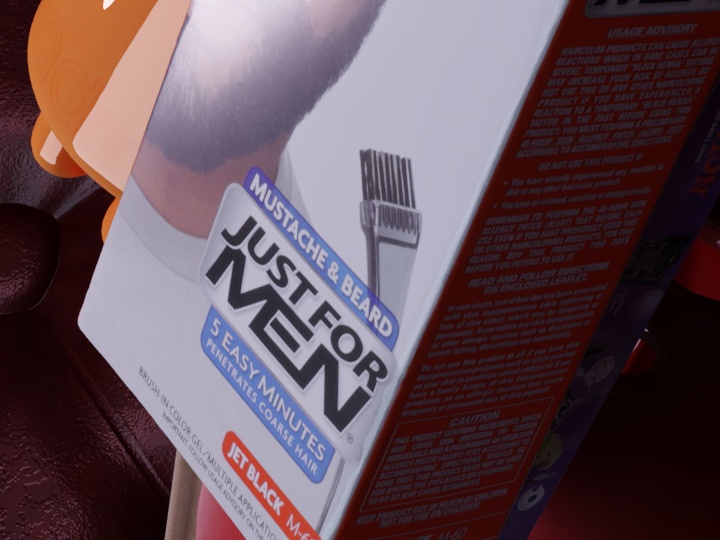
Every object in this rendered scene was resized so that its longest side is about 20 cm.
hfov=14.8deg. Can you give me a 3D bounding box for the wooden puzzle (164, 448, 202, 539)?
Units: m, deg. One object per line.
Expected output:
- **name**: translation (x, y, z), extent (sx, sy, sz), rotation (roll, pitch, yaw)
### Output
- **wooden puzzle**: translation (0.020, 0.110, 0.995), extent (0.200, 0.184, 0.037), rotation (-84, -11, -49)

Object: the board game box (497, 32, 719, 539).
- **board game box**: translation (0.034, -0.034, 0.683), extent (0.120, 0.032, 0.200), rotation (55, 134, 35)

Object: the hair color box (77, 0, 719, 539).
- **hair color box**: translation (0.010, -0.033, 0.643), extent (0.111, 0.064, 0.201), rotation (48, 129, 35)

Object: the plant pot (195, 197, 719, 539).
- **plant pot**: translation (0.082, 0.083, 0.813), extent (0.182, 0.200, 0.201), rotation (42, 169, 30)

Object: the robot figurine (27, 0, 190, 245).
- **robot figurine**: translation (-0.023, -0.087, 0.824), extent (0.116, 0.200, 0.144), rotation (16, -138, -23)
